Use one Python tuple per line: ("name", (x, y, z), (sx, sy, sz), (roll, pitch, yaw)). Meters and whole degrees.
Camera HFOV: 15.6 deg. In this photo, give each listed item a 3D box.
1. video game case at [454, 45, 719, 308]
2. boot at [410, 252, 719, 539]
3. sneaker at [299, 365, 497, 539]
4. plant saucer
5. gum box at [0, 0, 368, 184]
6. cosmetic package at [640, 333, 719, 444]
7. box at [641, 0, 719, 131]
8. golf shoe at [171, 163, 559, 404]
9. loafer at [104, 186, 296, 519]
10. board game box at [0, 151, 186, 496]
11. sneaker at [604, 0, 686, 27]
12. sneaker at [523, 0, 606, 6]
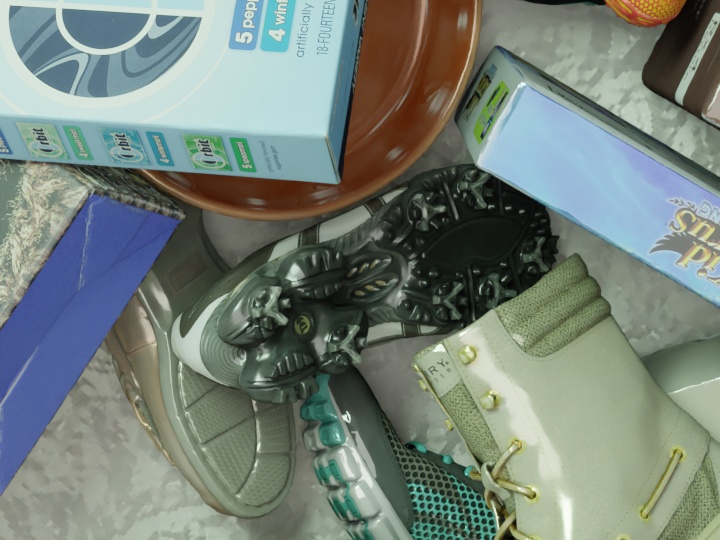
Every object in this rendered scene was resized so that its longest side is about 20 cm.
("video game case", (0.139, -0.025, 1.160), (0.199, 0.181, 0.046), (30, 98, -5))
("boot", (0.065, 0.101, 1.114), (0.200, 0.072, 0.155), (-38, 93, -26))
("sneaker", (0.045, 0.119, 1.245), (0.091, 0.078, 0.201), (-34, 102, -12))
("plant saucer", (-0.043, -0.124, 1.198), (0.199, 0.032, 0.202), (-1, 93, -15))
("gum box", (-0.095, -0.127, 1.087), (0.198, 0.045, 0.171), (5, 66, 10))
("cosmetic package", (0.174, 0.138, 1.225), (0.103, 0.087, 0.201), (-18, 98, 17))
("box", (0.240, -0.110, 1.140), (0.163, 0.200, 0.167), (27, 97, -5))
("golf shoe", (0.000, 0.000, 1.205), (0.199, 0.094, 0.078), (-19, 100, -34))
("loafer", (-0.092, 0.022, 1.231), (0.072, 0.063, 0.201), (-30, 102, -39))
("board game box", (-0.208, -0.021, 1.157), (0.200, 0.097, 0.160), (37, 97, 21))
("sneaker", (0.148, -0.197, 1.144), (0.073, 0.077, 0.201), (32, 65, -24))
("sneaker", (0.066, -0.195, 1.172), (0.198, 0.078, 0.141), (5, 88, -23))
